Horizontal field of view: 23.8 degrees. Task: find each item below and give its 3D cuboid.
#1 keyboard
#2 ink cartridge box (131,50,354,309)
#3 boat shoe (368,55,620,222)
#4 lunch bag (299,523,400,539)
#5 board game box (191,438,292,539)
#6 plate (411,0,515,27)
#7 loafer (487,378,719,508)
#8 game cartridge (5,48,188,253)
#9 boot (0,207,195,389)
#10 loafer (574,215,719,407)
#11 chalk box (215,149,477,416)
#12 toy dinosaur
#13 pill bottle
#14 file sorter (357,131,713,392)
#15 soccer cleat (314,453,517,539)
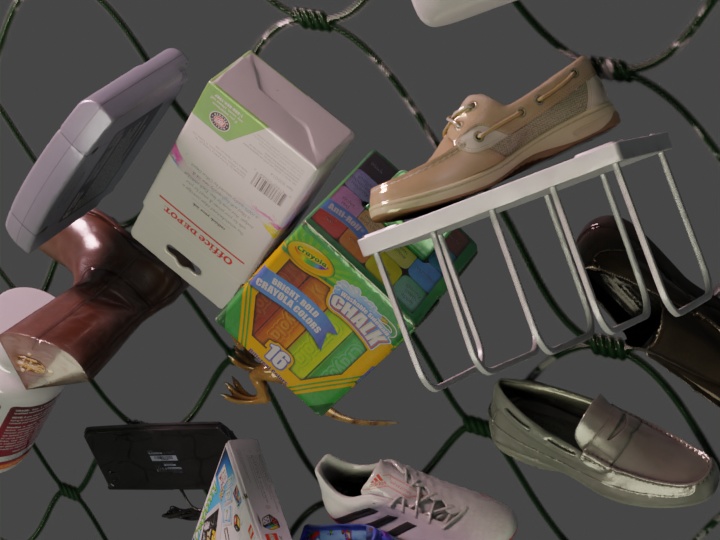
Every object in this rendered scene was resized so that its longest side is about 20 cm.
[{"bbox_3d":[-0.184,0.205,1.723,0.200,0.021,0.127,-5,117,37],"label":"keyboard"},{"bbox_3d":[-0.104,-0.072,1.438,0.117,0.067,0.200,39,133,3],"label":"ink cartridge box"},{"bbox_3d":[0.088,-0.093,1.225,0.065,0.200,0.072,65,167,0],"label":"boat shoe"},{"bbox_3d":[0.037,0.284,1.530,0.150,0.094,0.200,32,150,-14],"label":"lunch bag"},{"bbox_3d":[-0.120,0.273,1.641,0.200,0.035,0.126,112,147,-42],"label":"board game box"},{"bbox_3d":[0.080,-0.276,1.197,0.199,0.032,0.200,-10,114,38],"label":"plate"},{"bbox_3d":[0.194,0.138,1.390,0.200,0.070,0.070,14,136,26],"label":"loafer"},{"bbox_3d":[-0.229,-0.099,1.457,0.042,0.133,0.200,48,134,6],"label":"game cartridge"},{"bbox_3d":[-0.272,0.024,1.526,0.186,0.200,0.064,16,128,24],"label":"boot"},{"bbox_3d":[0.233,0.047,1.298,0.200,0.071,0.073,40,134,3],"label":"loafer"},{"bbox_3d":[0.000,0.000,1.382,0.125,0.124,0.200,43,134,-1],"label":"chalk box"},{"bbox_3d":[-0.070,0.089,1.537,0.106,0.060,0.200,-26,105,41],"label":"toy dinosaur"},{"bbox_3d":[-0.354,0.108,1.701,0.113,0.113,0.200,39,134,3],"label":"pill bottle"},{"bbox_3d":[0.129,-0.004,1.212,0.200,0.139,0.125,-20,88,25],"label":"file sorter"},{"bbox_3d":[0.046,0.209,1.538,0.200,0.069,0.085,8,139,35],"label":"soccer cleat"}]
